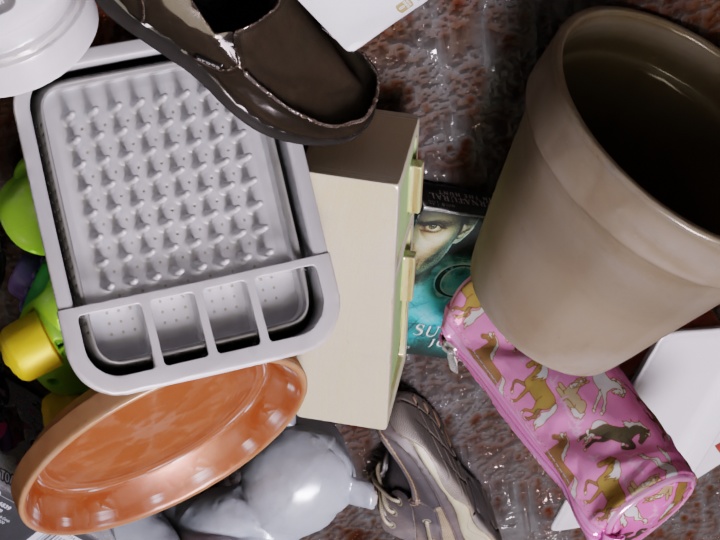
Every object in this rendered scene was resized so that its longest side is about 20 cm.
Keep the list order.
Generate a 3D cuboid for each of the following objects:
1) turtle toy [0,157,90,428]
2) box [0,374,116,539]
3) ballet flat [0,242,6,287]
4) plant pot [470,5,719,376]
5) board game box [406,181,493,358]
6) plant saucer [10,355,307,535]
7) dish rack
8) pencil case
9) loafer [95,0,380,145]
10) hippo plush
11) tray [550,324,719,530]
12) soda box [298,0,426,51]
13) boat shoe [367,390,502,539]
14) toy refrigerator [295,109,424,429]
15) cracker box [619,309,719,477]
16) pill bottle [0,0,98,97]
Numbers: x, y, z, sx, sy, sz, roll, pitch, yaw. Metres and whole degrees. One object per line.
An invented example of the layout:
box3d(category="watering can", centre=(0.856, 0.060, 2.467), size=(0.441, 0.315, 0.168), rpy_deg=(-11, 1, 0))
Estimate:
box3d(category="turtle toy", centre=(-0.162, 0.009, 1.433), size=(0.145, 0.101, 0.201), rpy_deg=(-27, 140, -4))
box3d(category="box", centre=(-0.277, 0.138, 1.524), size=(0.132, 0.115, 0.200), rpy_deg=(-38, 133, 20))
box3d(category="ballet flat", centre=(-0.253, -0.054, 1.399), size=(0.066, 0.057, 0.201), rpy_deg=(12, 131, 11))
box3d(category="plant pot", centre=(0.158, -0.033, 1.427), size=(0.199, 0.201, 0.174), rpy_deg=(15, 132, -28))
box3d(category="board game box", centre=(0.105, 0.009, 1.569), size=(0.198, 0.028, 0.136), rpy_deg=(7, 132, -22))
box3d(category="plant saucer", centre=(-0.128, 0.101, 1.448), size=(0.199, 0.032, 0.201), rpy_deg=(-24, 157, -11))
box3d(category="dish rack", centre=(-0.112, -0.036, 1.360), size=(0.170, 0.202, 0.043), rpy_deg=(-12, 178, -21))
box3d(category="pencil case", centre=(0.132, 0.088, 1.489), size=(0.086, 0.200, 0.083), rpy_deg=(-43, 156, 12))
box3d(category="loafer", centre=(-0.062, -0.135, 1.320), size=(0.199, 0.074, 0.071), rpy_deg=(27, 152, -30))
box3d(category="hippo plush", centre=(-0.086, 0.158, 1.585), size=(0.159, 0.200, 0.161), rpy_deg=(35, 99, -2))
box3d(category="tray", centre=(0.204, 0.101, 1.570), size=(0.107, 0.022, 0.201), rpy_deg=(-4, 137, -29))
box3d(category="soda box", centre=(-0.042, -0.212, 1.276), size=(0.063, 0.068, 0.200), rpy_deg=(-33, 134, 16))
box3d(category="boat shoe", centre=(0.044, 0.165, 1.674), size=(0.073, 0.075, 0.201), rpy_deg=(-24, 134, 8))
box3d(category="toy refrigerator", centre=(0.000, 0.000, 1.468), size=(0.069, 0.076, 0.201), rpy_deg=(8, 129, 8))
box3d(category="cracker box", centre=(0.206, 0.086, 1.621), size=(0.133, 0.058, 0.200), rpy_deg=(-34, 145, 7))
box3d(category="pill bottle", centre=(-0.213, -0.193, 1.211), size=(0.115, 0.116, 0.201), rpy_deg=(-17, 136, 1))
